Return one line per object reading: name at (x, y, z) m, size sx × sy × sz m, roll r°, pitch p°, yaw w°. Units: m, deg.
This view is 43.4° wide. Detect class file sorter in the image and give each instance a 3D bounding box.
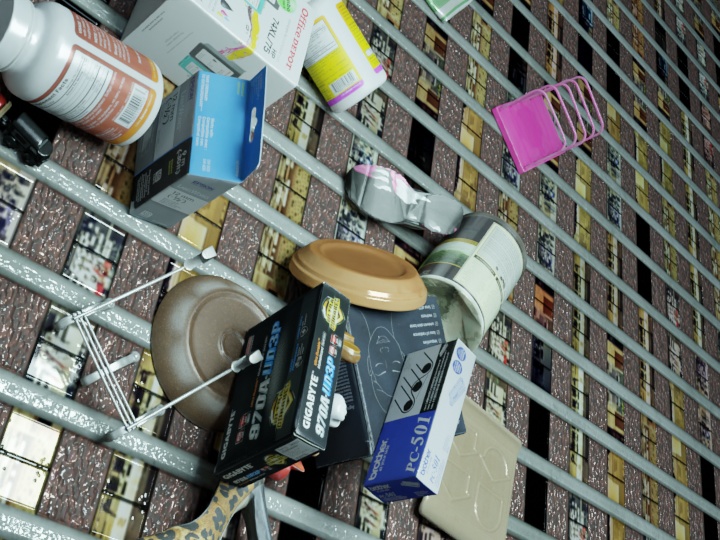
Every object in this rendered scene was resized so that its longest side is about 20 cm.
file sorter at (0.386, -0.302, 1.826) m, size 0.199 × 0.124 × 0.141 m, roll -27°, pitch 93°, yaw -49°

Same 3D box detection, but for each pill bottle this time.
pill bottle at (-0.050, -0.355, 1.402) m, size 0.202 × 0.103 × 0.104 m, roll 57°, pitch 42°, yaw -12°
pill bottle at (-0.330, -0.230, 1.024) m, size 0.199 × 0.111 × 0.114 m, roll 27°, pitch 54°, yaw -49°

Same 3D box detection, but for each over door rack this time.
over door rack at (-0.230, 0.084, 1.036) m, size 0.198 × 0.066 × 0.150 m, roll -27°, pitch 93°, yaw -27°

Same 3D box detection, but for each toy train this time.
toy train at (-0.415, -0.195, 0.989) m, size 0.200 × 0.045 × 0.034 m, roll 48°, pitch 45°, yaw -21°

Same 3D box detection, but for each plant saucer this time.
plant saucer at (0.000, 0.000, 1.247) m, size 0.198 × 0.199 × 0.038 m, roll -2°, pitch 113°, yaw -47°
plant saucer at (-0.168, 0.098, 1.133) m, size 0.198 × 0.036 × 0.204 m, roll 20°, pitch 60°, yaw -39°

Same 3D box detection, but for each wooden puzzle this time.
wooden puzzle at (0.165, 0.315, 1.389) m, size 0.185 × 0.046 × 0.203 m, roll 39°, pitch 53°, yaw -28°

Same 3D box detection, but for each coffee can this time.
coffee can at (0.164, 0.021, 1.434) m, size 0.148 × 0.145 × 0.200 m, roll 55°, pitch 43°, yaw -13°

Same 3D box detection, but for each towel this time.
towel at (0.140, -0.593, 1.769) m, size 0.202 × 0.023 × 0.153 m, roll 56°, pitch 43°, yaw -13°

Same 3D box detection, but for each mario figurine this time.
mario figurine at (-0.056, 0.174, 1.122) m, size 0.105 × 0.202 × 0.123 m, roll 33°, pitch 9°, yaw 21°

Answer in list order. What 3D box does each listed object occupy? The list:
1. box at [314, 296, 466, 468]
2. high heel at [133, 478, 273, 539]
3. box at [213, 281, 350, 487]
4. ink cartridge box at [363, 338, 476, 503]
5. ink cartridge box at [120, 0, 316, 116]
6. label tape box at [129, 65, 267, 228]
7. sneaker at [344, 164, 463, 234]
box at (0.025, 0.150, 1.248) m, size 0.198 × 0.123 × 0.201 m, roll -1°, pitch 73°, yaw -45°
high heel at (-0.192, 0.267, 1.027) m, size 0.197 × 0.071 × 0.145 m, roll 9°, pitch 51°, yaw -38°
box at (-0.089, 0.132, 1.043) m, size 0.046 × 0.158 × 0.203 m, roll 32°, pitch 47°, yaw -27°
ink cartridge box at (0.076, 0.186, 1.130) m, size 0.044 × 0.093 × 0.202 m, roll 42°, pitch 48°, yaw -25°
ink cartridge box at (-0.186, -0.327, 1.214) m, size 0.199 × 0.145 × 0.149 m, roll 34°, pitch 51°, yaw -32°
label tape box at (-0.196, -0.156, 1.088) m, size 0.065 × 0.198 × 0.146 m, roll 20°, pitch 59°, yaw -37°
sneaker at (0.059, -0.103, 1.439) m, size 0.197 × 0.086 × 0.082 m, roll 24°, pitch 84°, yaw -17°
